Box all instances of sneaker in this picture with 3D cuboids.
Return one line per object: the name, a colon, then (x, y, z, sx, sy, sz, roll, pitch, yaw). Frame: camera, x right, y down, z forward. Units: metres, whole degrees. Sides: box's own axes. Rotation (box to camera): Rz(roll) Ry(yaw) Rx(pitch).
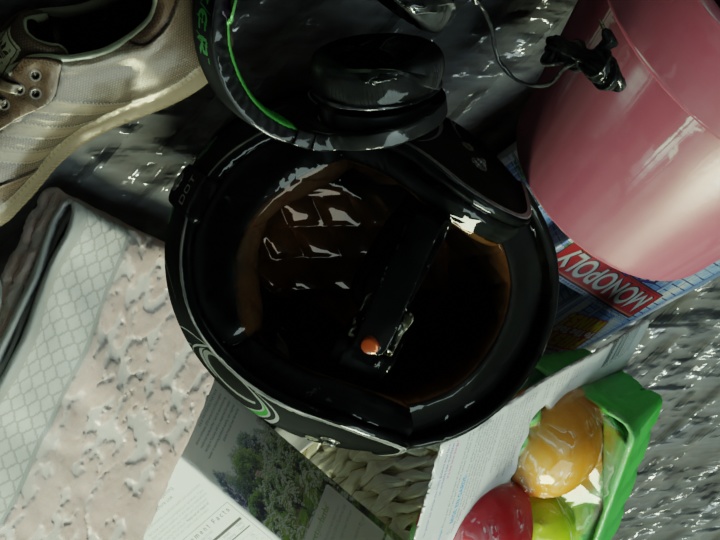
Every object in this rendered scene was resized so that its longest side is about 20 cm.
sneaker: (-0.159, -0.085, 1.264, 0.200, 0.070, 0.076, -33, 136, 1)

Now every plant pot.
plant pot: (0.179, -0.096, 1.379, 0.200, 0.200, 0.179, -3, 146, -39)

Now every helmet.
helmet: (0.000, 0.000, 1.399, 0.200, 0.200, 0.191, -30, 175, 7)

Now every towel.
towel: (-0.147, 0.072, 1.455, 0.191, 0.032, 0.200, 31, 81, -58)

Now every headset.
headset: (0.023, -0.110, 1.264, 0.200, 0.094, 0.124, 6, 106, -31)

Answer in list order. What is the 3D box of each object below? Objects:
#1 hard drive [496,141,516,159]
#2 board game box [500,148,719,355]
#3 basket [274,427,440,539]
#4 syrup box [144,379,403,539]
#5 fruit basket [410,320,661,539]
hard drive: (0.084, -0.022, 1.630, 0.200, 0.025, 0.132, -37, 153, 20)
board game box: (0.133, -0.017, 1.587, 0.200, 0.062, 0.200, -36, 153, 16)
basket: (0.011, 0.153, 1.753, 0.136, 0.123, 0.200, -6, 154, -36)
syrup box: (-0.072, 0.146, 1.605, 0.081, 0.200, 0.079, -43, -166, 32)
fruit basket: (0.080, 0.128, 1.565, 0.200, 0.094, 0.185, -23, 139, -42)
